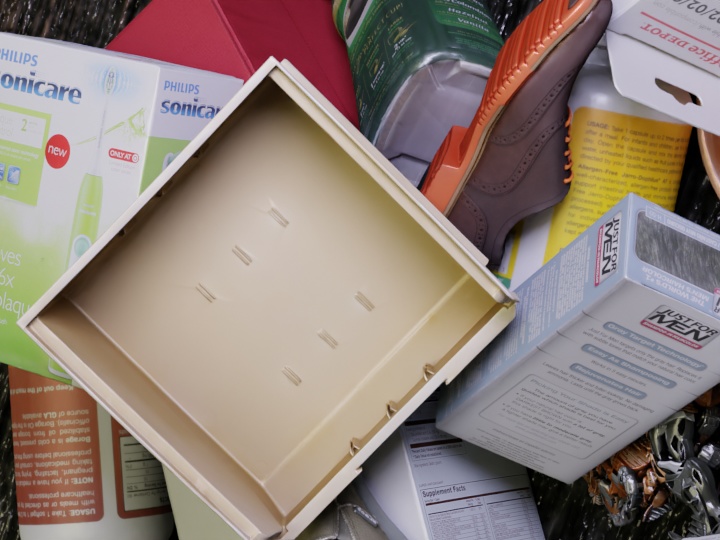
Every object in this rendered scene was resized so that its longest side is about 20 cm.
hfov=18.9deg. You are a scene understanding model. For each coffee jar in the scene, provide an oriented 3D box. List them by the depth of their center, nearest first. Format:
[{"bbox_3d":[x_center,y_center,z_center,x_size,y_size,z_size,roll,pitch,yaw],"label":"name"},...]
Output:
[{"bbox_3d":[0.038,-0.146,1.357,0.105,0.085,0.201,-60,26,33],"label":"coffee jar"}]

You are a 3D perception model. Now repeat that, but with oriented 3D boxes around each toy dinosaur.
[{"bbox_3d":[0.195,0.105,1.277,0.102,0.200,0.136,-23,67,-14],"label":"toy dinosaur"}]

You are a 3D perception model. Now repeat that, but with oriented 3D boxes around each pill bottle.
[{"bbox_3d":[0.141,-0.066,1.320,0.112,0.112,0.202,16,99,33],"label":"pill bottle"},{"bbox_3d":[-0.191,0.142,1.545,0.112,0.112,0.202,-6,87,34],"label":"pill bottle"}]

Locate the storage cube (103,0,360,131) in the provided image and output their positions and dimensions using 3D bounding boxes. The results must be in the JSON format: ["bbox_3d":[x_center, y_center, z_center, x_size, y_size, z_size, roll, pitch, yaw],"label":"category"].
[{"bbox_3d":[-0.075,-0.074,1.432,0.200,0.170,0.180,-41,67,28],"label":"storage cube"}]

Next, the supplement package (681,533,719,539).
[{"bbox_3d":[0.269,0.246,1.179,0.155,0.111,0.201,-14,118,34],"label":"supplement package"}]

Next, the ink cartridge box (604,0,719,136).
[{"bbox_3d":[0.191,-0.183,1.241,0.068,0.115,0.201,-35,49,41],"label":"ink cartridge box"}]

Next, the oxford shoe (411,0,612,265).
[{"bbox_3d":[0.099,-0.084,1.233,0.072,0.071,0.200,29,130,-6],"label":"oxford shoe"}]

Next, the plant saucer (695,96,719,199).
[{"bbox_3d":[0.293,-0.097,1.262,0.199,0.037,0.202,1,91,35],"label":"plant saucer"}]

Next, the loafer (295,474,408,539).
[{"bbox_3d":[-0.027,0.156,1.282,0.200,0.069,0.075,40,110,26],"label":"loafer"}]

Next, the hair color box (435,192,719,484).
[{"bbox_3d":[0.136,0.044,1.235,0.200,0.099,0.061,-43,30,49],"label":"hair color box"}]

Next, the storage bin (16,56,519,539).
[{"bbox_3d":[-0.046,0.020,1.203,0.199,0.094,0.200,44,96,-5],"label":"storage bin"}]

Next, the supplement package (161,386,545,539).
[{"bbox_3d":[0.002,0.174,1.392,0.190,0.147,0.201,-20,79,32],"label":"supplement package"}]

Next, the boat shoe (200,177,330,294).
[{"bbox_3d":[0.000,0.000,1.296,0.067,0.199,0.074,-55,32,24],"label":"boat shoe"}]

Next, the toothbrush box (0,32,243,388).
[{"bbox_3d":[-0.167,-0.036,1.341,0.145,0.086,0.201,15,97,35],"label":"toothbrush box"}]
